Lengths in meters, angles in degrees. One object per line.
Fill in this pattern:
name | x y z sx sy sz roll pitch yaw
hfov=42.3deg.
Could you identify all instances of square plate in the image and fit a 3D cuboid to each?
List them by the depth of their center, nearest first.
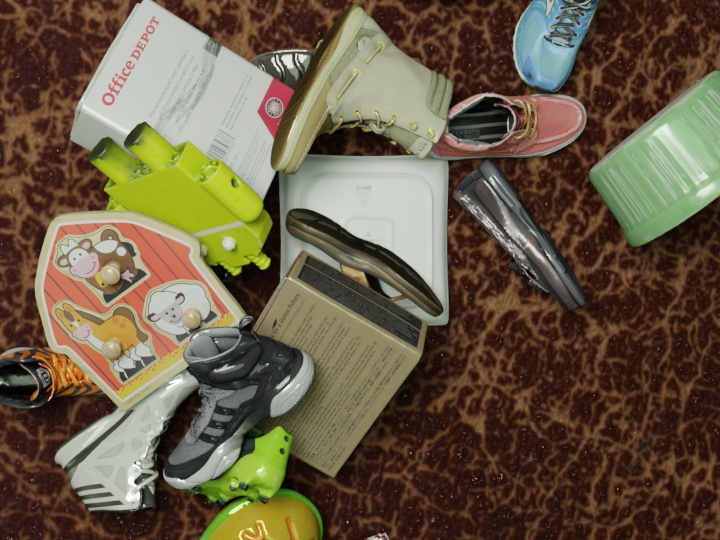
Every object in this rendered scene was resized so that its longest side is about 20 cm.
square plate | 0.006 -0.034 1.070 0.198 0.028 0.200 0 93 -5

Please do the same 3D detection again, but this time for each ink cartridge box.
ink cartridge box | -0.176 -0.158 0.959 0.199 0.083 0.146 30 65 -16
ink cartridge box | -0.046 0.104 1.009 0.164 0.075 0.201 31 119 -5

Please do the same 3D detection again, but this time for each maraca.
maraca | -0.129 0.325 1.032 0.200 0.107 0.137 -43 116 -2

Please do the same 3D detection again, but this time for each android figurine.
android figurine | -0.170 -0.062 0.922 0.200 0.181 0.041 46 51 -34

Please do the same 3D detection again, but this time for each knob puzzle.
knob puzzle | -0.240 0.028 0.931 0.217 0.031 0.222 0 112 1

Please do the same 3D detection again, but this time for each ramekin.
ramekin | 0.347 -0.125 1.016 0.200 0.200 0.098 -39 88 -2

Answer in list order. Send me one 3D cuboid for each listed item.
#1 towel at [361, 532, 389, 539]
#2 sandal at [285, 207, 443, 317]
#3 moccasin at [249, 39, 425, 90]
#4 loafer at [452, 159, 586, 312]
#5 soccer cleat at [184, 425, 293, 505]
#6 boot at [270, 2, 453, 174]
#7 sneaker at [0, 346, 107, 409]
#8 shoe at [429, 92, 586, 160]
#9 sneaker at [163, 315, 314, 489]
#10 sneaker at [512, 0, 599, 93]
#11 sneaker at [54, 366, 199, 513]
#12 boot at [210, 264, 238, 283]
towel | -0.031 0.412 1.090 0.199 0.023 0.145 -25 95 -4
sandal | 0.000 0.000 1.021 0.199 0.082 0.055 28 106 -7
moccasin | -0.027 -0.219 1.041 0.199 0.078 0.074 -7 108 -9
loafer | 0.183 -0.032 1.074 0.063 0.072 0.201 -35 89 17
soccer cleat | -0.142 0.207 1.009 0.067 0.199 0.081 42 56 -28
boot | 0.006 -0.156 0.961 0.154 0.072 0.201 33 69 -19
sneaker | -0.314 0.114 1.006 0.198 0.112 0.078 -11 94 -4
shoe | 0.173 -0.163 1.043 0.198 0.091 0.072 -9 92 -10
sneaker | -0.150 0.127 0.937 0.200 0.076 0.114 -41 116 10
sneaker | 0.229 -0.300 1.047 0.078 0.090 0.202 16 92 -6
sneaker | -0.230 0.194 1.023 0.200 0.076 0.116 -37 76 7
boot | -0.214 -0.055 1.028 0.197 0.073 0.164 23 89 -11
